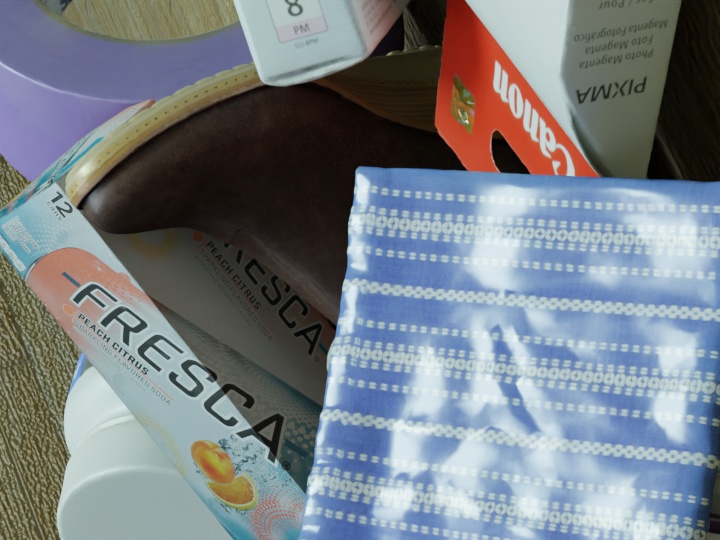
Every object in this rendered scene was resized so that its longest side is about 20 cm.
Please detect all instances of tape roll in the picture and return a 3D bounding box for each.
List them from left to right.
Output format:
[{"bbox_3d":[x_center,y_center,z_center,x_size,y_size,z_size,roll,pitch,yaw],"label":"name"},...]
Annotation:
[{"bbox_3d":[-0.081,-0.125,1.135,0.085,0.200,0.200,85,162,-54],"label":"tape roll"}]

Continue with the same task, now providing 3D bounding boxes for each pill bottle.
[{"bbox_3d":[-0.073,0.046,1.178,0.200,0.114,0.114,-79,-15,-44],"label":"pill bottle"}]

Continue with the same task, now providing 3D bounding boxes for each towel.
[{"bbox_3d":[0.040,0.066,0.779,0.024,0.145,0.200,20,-103,-53],"label":"towel"}]

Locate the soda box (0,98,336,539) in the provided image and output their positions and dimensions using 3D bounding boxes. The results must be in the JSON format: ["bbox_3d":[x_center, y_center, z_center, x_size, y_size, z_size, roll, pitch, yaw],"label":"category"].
[{"bbox_3d":[-0.060,0.032,1.049,0.200,0.068,0.064,51,140,-9],"label":"soda box"}]

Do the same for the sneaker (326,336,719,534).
[{"bbox_3d":[0.093,0.067,0.837,0.200,0.073,0.114,11,141,41],"label":"sneaker"}]

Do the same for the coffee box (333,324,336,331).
[{"bbox_3d":[0.044,0.050,1.153,0.200,0.080,0.113,93,154,-65],"label":"coffee box"}]

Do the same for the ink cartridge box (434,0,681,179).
[{"bbox_3d":[0.047,-0.088,0.848,0.163,0.057,0.200,-122,34,-47],"label":"ink cartridge box"}]

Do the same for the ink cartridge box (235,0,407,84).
[{"bbox_3d":[-0.029,-0.186,0.961,0.163,0.057,0.200,-59,-50,-68],"label":"ink cartridge box"}]

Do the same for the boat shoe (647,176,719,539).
[{"bbox_3d":[0.094,0.051,0.921,0.074,0.069,0.200,-153,45,-76],"label":"boat shoe"}]

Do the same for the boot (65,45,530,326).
[{"bbox_3d":[0.000,0.000,0.994,0.166,0.200,0.072,65,146,15],"label":"boot"}]
